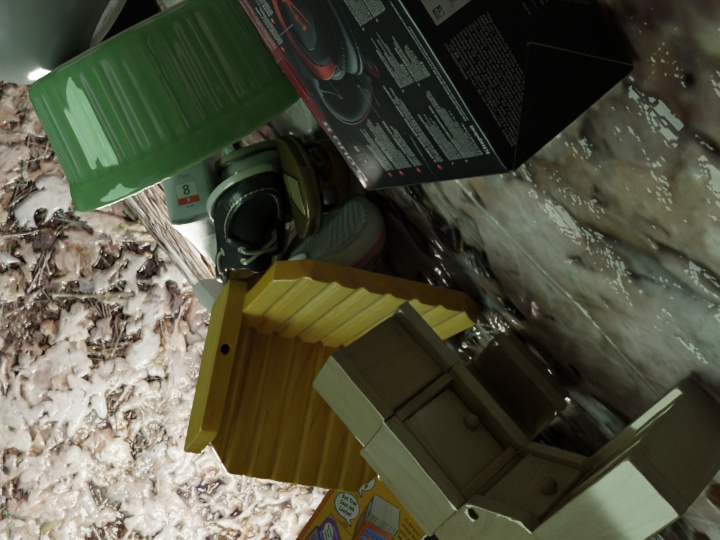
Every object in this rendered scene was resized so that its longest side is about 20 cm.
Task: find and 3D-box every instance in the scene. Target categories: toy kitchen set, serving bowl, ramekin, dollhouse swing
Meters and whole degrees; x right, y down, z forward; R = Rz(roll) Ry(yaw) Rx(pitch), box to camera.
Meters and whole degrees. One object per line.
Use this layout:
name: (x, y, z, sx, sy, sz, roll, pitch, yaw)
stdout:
toy kitchen set: (0.113, 0.068, 0.597, 0.200, 0.162, 0.181, 48, 139, 14)
serving bowl: (-0.223, -0.228, 0.755, 0.065, 0.202, 0.200, 31, 171, -13)
ramekin: (-0.150, -0.135, 0.719, 0.099, 0.199, 0.200, 63, 164, -17)
dollhouse swing: (-0.020, 0.095, 0.768, 0.197, 0.185, 0.175, 13, 175, -18)

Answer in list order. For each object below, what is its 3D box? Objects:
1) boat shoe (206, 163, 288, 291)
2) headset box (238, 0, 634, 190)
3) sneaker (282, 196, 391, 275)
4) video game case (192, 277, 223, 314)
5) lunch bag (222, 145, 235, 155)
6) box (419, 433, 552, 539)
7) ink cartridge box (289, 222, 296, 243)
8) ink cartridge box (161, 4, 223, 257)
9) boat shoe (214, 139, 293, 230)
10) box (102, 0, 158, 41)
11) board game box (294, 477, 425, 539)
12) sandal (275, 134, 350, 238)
boat shoe: (-0.097, -0.025, 0.831, 0.061, 0.073, 0.200, 68, 158, 17)
headset box: (0.013, -0.121, 0.446, 0.150, 0.075, 0.200, 55, 167, -12)
sneaker: (0.000, 0.000, 0.836, 0.105, 0.076, 0.200, 43, 164, -12)
video game case: (-0.076, 0.071, 1.119, 0.182, 0.024, 0.199, 46, -154, 23)
lunch bag: (-0.203, -0.143, 1.130, 0.200, 0.077, 0.161, 42, 162, 37)
box: (0.107, 0.240, 0.743, 0.124, 0.200, 0.148, 47, -177, 15)
ink cartridge box: (-0.068, 0.017, 1.004, 0.200, 0.115, 0.068, 40, 162, 41)
ink cartridge box: (-0.168, -0.125, 0.911, 0.162, 0.049, 0.203, 77, 175, -80)
boat shoe: (-0.091, -0.071, 0.917, 0.200, 0.074, 0.069, 73, 177, -83)
box: (-0.313, -0.331, 0.942, 0.182, 0.104, 0.201, 43, 164, 30)
board game box: (0.066, 0.333, 1.055, 0.200, 0.201, 0.199, 41, -168, 37)
sandal: (-0.035, -0.074, 0.788, 0.200, 0.053, 0.082, -96, -8, -86)
